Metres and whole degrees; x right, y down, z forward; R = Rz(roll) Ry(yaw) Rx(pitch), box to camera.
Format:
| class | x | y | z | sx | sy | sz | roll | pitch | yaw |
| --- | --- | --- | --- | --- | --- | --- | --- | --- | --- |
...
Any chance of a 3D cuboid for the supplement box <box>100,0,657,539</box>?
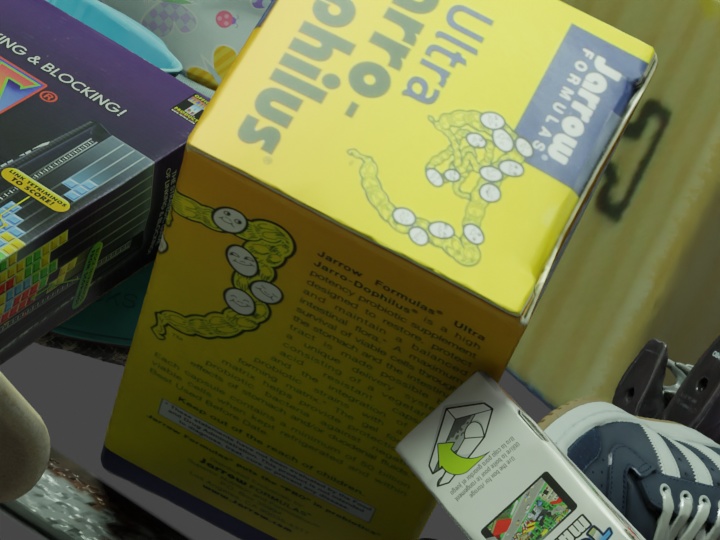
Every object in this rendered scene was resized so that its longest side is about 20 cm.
| class | x | y | z | sx | sy | sz | roll | pitch | yaw |
| --- | --- | --- | --- | --- | --- | --- | --- | --- | --- |
| supplement box | 0.000 | 0.000 | 0.896 | 0.109 | 0.200 | 0.109 | 27 | 57 | 3 |

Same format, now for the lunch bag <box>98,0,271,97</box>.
| class | x | y | z | sx | sy | sz | roll | pitch | yaw |
| --- | --- | --- | --- | --- | --- | --- | --- | --- | --- |
| lunch bag | -0.065 | -0.180 | 1.517 | 0.200 | 0.170 | 0.127 | 31 | 17 | 30 |

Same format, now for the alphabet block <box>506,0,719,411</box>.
| class | x | y | z | sx | sy | sz | roll | pitch | yaw |
| --- | --- | --- | --- | --- | --- | --- | --- | --- | --- |
| alphabet block | 0.150 | -0.044 | 1.345 | 0.195 | 0.200 | 0.196 | 12 | 19 | -44 |

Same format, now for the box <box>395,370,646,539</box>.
| class | x | y | z | sx | sy | sz | roll | pitch | yaw |
| --- | --- | --- | --- | --- | --- | --- | --- | --- | --- |
| box | 0.094 | 0.116 | 0.837 | 0.200 | 0.035 | 0.110 | 46 | 2 | -46 |

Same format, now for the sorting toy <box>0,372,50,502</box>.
| class | x | y | z | sx | sy | sz | roll | pitch | yaw |
| --- | --- | --- | --- | --- | --- | --- | --- | --- | --- |
| sorting toy | -0.184 | -0.021 | 0.740 | 0.185 | 0.037 | 0.200 | 16 | -26 | 24 |

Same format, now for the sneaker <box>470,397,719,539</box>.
| class | x | y | z | sx | sy | sz | roll | pitch | yaw |
| --- | --- | --- | --- | --- | --- | --- | --- | --- | --- |
| sneaker | 0.123 | 0.102 | 1.046 | 0.108 | 0.070 | 0.200 | 31 | 12 | 25 |

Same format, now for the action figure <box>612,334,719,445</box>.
| class | x | y | z | sx | sy | sz | roll | pitch | yaw |
| --- | --- | --- | --- | --- | --- | --- | --- | --- | --- |
| action figure | 0.205 | 0.090 | 1.213 | 0.200 | 0.069 | 0.130 | 28 | -6 | -26 |

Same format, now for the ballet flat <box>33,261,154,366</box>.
| class | x | y | z | sx | sy | sz | roll | pitch | yaw |
| --- | --- | --- | --- | --- | --- | --- | --- | --- | --- |
| ballet flat | -0.050 | 0.015 | 1.080 | 0.200 | 0.068 | 0.075 | 17 | 7 | -20 |

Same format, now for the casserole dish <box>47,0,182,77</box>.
| class | x | y | z | sx | sy | sz | roll | pitch | yaw |
| --- | --- | --- | --- | --- | --- | --- | --- | --- | --- |
| casserole dish | -0.174 | -0.113 | 1.360 | 0.121 | 0.039 | 0.200 | 35 | 16 | 34 |

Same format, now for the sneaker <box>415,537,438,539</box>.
| class | x | y | z | sx | sy | sz | roll | pitch | yaw |
| --- | --- | --- | --- | --- | --- | --- | --- | --- | --- |
| sneaker | -0.001 | 0.131 | 0.732 | 0.073 | 0.071 | 0.200 | 34 | 17 | 10 |

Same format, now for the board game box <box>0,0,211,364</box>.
| class | x | y | z | sx | sy | sz | roll | pitch | yaw |
| --- | --- | --- | --- | --- | --- | --- | --- | --- | --- |
| board game box | -0.172 | -0.051 | 0.992 | 0.200 | 0.057 | 0.165 | 31 | 40 | 19 |
